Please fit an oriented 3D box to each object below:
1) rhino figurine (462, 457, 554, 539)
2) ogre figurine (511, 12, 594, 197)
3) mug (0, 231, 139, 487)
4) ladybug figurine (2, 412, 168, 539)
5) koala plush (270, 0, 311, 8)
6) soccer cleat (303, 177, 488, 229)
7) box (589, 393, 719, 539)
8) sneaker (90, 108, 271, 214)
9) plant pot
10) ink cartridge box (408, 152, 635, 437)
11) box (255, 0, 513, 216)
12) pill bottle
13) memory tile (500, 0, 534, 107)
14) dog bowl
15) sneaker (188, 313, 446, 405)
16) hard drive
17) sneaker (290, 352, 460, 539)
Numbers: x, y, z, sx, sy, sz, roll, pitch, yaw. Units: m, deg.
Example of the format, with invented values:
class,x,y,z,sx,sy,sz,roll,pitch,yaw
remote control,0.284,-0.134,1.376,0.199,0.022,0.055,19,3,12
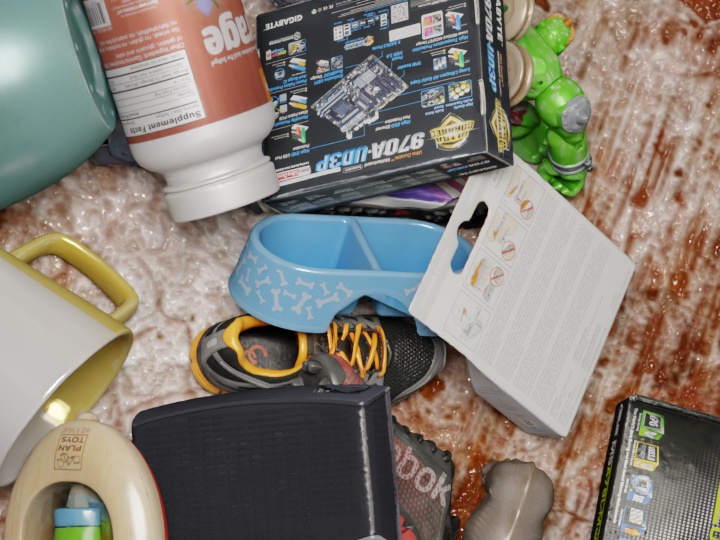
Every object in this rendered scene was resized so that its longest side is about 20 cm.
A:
class,x,y,z,sx,sy,sz,roll,pitch,yaw
rhino figurine,0.096,0.233,1.707,0.060,0.087,0.200,22,71,-6
ogre figurine,0.121,-0.154,1.800,0.098,0.120,0.200,-18,81,-17
mug,-0.266,0.052,1.664,0.153,0.187,0.150,39,103,8
ladybug figurine,-0.190,0.203,1.616,0.136,0.072,0.200,0,84,30
koala plush,-0.076,-0.324,1.778,0.200,0.177,0.184,34,80,-7
soccer cleat,0.047,-0.075,1.790,0.200,0.068,0.073,2,78,-9
box,0.278,0.217,1.776,0.193,0.048,0.200,16,73,-6
sneaker,-0.158,-0.098,1.752,0.200,0.075,0.085,41,91,-5
plant pot,-0.271,-0.138,1.637,0.161,0.201,0.201,-16,79,4
ink cartridge box,0.117,0.014,1.743,0.200,0.047,0.160,38,67,-35
box,0.015,-0.139,1.714,0.200,0.046,0.159,-12,71,28
pill bottle,-0.128,-0.142,1.658,0.112,0.112,0.200,-20,100,-18
memory tile,0.056,-0.191,1.762,0.017,0.200,0.154,10,78,-45
dog bowl,0.000,0.000,1.729,0.200,0.112,0.050,3,119,-18
sneaker,-0.028,0.066,1.729,0.200,0.077,0.078,-2,74,-15
hard drive,-0.073,0.153,1.635,0.200,0.042,0.135,-7,83,19
sneaker,0.017,0.142,1.704,0.098,0.071,0.201,-33,108,-29
